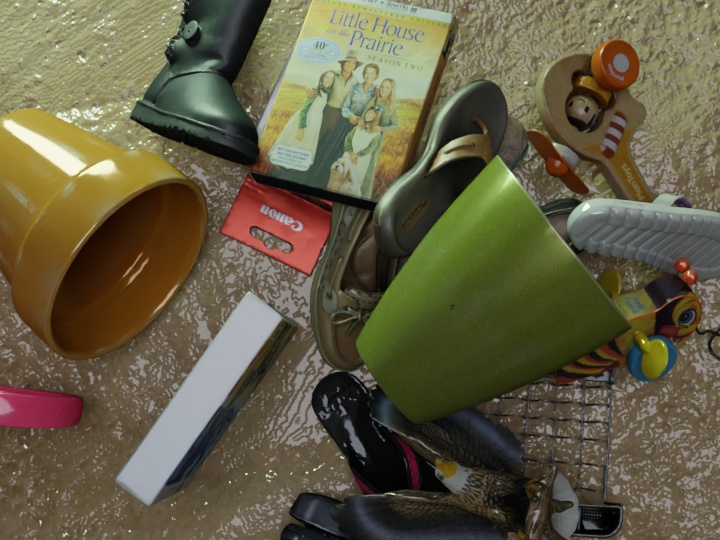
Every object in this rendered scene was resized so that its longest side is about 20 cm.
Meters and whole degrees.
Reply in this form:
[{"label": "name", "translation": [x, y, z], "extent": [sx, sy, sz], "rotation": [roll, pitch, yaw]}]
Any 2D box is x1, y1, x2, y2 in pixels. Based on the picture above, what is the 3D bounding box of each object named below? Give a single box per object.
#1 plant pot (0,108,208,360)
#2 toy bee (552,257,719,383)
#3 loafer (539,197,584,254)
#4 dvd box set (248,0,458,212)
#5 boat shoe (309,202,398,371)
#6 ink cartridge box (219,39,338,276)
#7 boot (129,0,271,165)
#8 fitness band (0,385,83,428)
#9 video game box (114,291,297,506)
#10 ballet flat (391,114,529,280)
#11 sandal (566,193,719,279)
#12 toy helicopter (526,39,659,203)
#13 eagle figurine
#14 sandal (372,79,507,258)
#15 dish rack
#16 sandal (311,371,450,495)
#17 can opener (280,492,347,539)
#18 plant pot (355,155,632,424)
[{"label": "plant pot", "translation": [-0.276, -0.050, 1.270], "extent": [0.183, 0.200, 0.201], "rotation": [37, 87, 21]}, {"label": "toy bee", "translation": [0.266, 0.038, 1.250], "extent": [0.198, 0.110, 0.131], "rotation": [-22, 43, -30]}, {"label": "loafer", "translation": [0.135, -0.013, 1.293], "extent": [0.199, 0.072, 0.073], "rotation": [-32, 85, 0]}, {"label": "dvd box set", "translation": [-0.005, -0.161, 1.263], "extent": [0.145, 0.029, 0.202], "rotation": [15, 73, 17]}, {"label": "boat shoe", "translation": [0.000, 0.000, 1.282], "extent": [0.072, 0.062, 0.203], "rotation": [0, 100, -30]}, {"label": "ink cartridge box", "translation": [-0.054, -0.110, 1.323], "extent": [0.108, 0.050, 0.202], "rotation": [25, 86, 5]}, {"label": "boot", "translation": [-0.132, -0.198, 1.281], "extent": [0.076, 0.199, 0.170], "rotation": [26, 88, -37]}, {"label": "fitness band", "translation": [-0.360, 0.124, 1.269], "extent": [0.197, 0.144, 0.038], "rotation": [5, 83, 3]}, {"label": "video game box", "translation": [-0.136, 0.117, 1.240], "extent": [0.047, 0.182, 0.201], "rotation": [35, 88, 2]}, {"label": "ballet flat", "translation": [0.082, -0.077, 1.301], "extent": [0.201, 0.068, 0.067], "rotation": [-53, 129, -9]}, {"label": "sandal", "translation": [0.283, -0.043, 1.266], "extent": [0.200, 0.083, 0.050], "rotation": [12, 47, -26]}, {"label": "toy helicopter", "translation": [0.231, -0.110, 1.291], "extent": [0.132, 0.079, 0.201], "rotation": [-36, 100, -24]}, {"label": "eagle figurine", "translation": [0.089, 0.193, 1.214], "extent": [0.151, 0.198, 0.152], "rotation": [-38, 124, -36]}, {"label": "sandal", "translation": [0.083, -0.089, 1.219], "extent": [0.200, 0.054, 0.082], "rotation": [-50, 127, -28]}, {"label": "dish rack", "translation": [0.174, 0.146, 1.286], "extent": [0.151, 0.055, 0.203], "rotation": [4, 84, 2]}, {"label": "sandal", "translation": [0.021, 0.185, 1.291], "extent": [0.075, 0.045, 0.201], "rotation": [-40, 83, 5]}, {"label": "can opener", "translation": [0.015, 0.282, 1.276], "extent": [0.198, 0.063, 0.079], "rotation": [26, 86, 5]}, {"label": "plant pot", "translation": [0.100, 0.037, 1.174], "extent": [0.199, 0.187, 0.188], "rotation": [-39, 84, 7]}]
